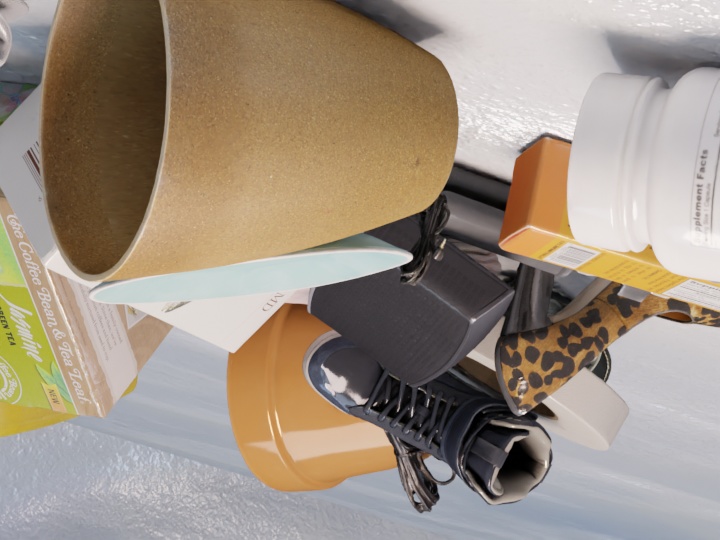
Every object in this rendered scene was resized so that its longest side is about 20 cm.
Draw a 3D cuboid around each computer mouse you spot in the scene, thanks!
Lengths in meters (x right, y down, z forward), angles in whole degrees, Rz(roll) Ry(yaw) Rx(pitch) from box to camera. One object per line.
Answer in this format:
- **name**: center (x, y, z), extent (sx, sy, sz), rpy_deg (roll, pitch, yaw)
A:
- **computer mouse**: center (0.078, 0.098, 1.754), extent (0.053, 0.200, 0.139), rpy_deg (12, 131, 40)

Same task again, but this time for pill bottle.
- **pill bottle**: center (0.217, -0.047, 1.079), extent (0.199, 0.114, 0.113), rpy_deg (9, 167, 22)

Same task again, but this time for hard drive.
- **hard drive**: center (0.027, 0.020, 1.463), extent (0.135, 0.042, 0.200), rpy_deg (36, 159, 0)

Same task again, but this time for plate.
- **plate**: center (-0.068, -0.006, 1.242), extent (0.199, 0.026, 0.200), rpy_deg (-8, 174, -1)

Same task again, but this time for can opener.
- **can opener**: center (0.143, -0.034, 1.413), extent (0.199, 0.054, 0.067), rpy_deg (19, 135, -19)

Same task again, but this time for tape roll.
- **tape roll**: center (0.119, 0.076, 1.606), extent (0.202, 0.037, 0.203), rpy_deg (30, 172, 5)

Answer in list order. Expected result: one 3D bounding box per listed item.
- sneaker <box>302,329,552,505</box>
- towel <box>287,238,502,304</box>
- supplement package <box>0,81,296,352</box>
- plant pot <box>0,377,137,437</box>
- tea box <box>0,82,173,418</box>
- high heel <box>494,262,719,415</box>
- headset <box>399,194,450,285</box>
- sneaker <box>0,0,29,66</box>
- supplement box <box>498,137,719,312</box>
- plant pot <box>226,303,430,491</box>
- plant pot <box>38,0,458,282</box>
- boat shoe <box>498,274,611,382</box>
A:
- **sneaker**: center (0.058, 0.113, 1.593), extent (0.201, 0.077, 0.146), rpy_deg (24, -174, -18)
- **towel**: center (0.000, 0.000, 1.645), extent (0.199, 0.032, 0.191), rpy_deg (4, 168, -9)
- **supplement package**: center (-0.127, -0.049, 1.342), extent (0.200, 0.117, 0.118), rpy_deg (28, -159, -51)
- **plant pot**: center (-0.300, 0.032, 1.817), extent (0.176, 0.201, 0.199), rpy_deg (3, -174, -45)
- **tea box**: center (-0.259, -0.019, 1.483), extent (0.196, 0.134, 0.201), rpy_deg (5, 130, 28)
- **high heel**: center (0.193, 0.057, 1.501), extent (0.199, 0.143, 0.071), rpy_deg (17, 166, -16)
- **headset**: center (-0.025, -0.071, 1.280), extent (0.199, 0.094, 0.123), rpy_deg (29, 162, -27)
- **sneaker**: center (-0.264, -0.135, 1.297), extent (0.114, 0.076, 0.200), rpy_deg (13, 165, 15)
- **supplement box**: center (0.195, -0.024, 1.321), extent (0.199, 0.067, 0.069), rpy_deg (16, 165, -13)
- **plant pot**: center (-0.005, 0.097, 1.795), extent (0.139, 0.201, 0.200), rpy_deg (-1, 162, 30)
- **plant pot**: center (-0.054, -0.083, 1.126), extent (0.199, 0.188, 0.186), rpy_deg (3, 174, -30)
- **boat shoe**: center (0.169, 0.063, 1.720), extent (0.060, 0.076, 0.200), rpy_deg (12, 170, 38)
